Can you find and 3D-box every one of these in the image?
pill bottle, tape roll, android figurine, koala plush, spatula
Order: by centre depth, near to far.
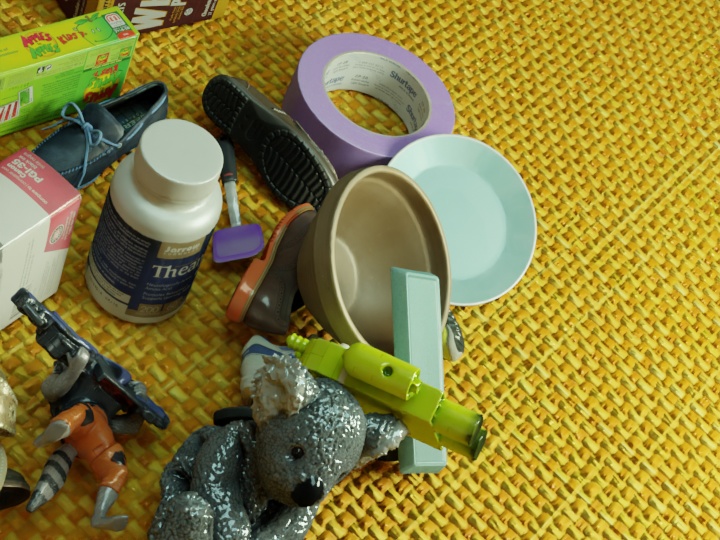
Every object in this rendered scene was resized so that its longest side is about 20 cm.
[{"bbox_3d":[-0.069,0.169,1.353,0.176,0.200,0.185,30,26,-23],"label":"koala plush"},{"bbox_3d":[0.021,0.111,1.398,0.198,0.182,0.041,24,77,17],"label":"android figurine"},{"bbox_3d":[-0.198,-0.049,1.496,0.109,0.201,0.112,13,48,-14],"label":"pill bottle"},{"bbox_3d":[-0.140,-0.081,1.670,0.056,0.021,0.202,-10,50,-1],"label":"spatula"},{"bbox_3d":[0.009,-0.187,1.810,0.197,0.066,0.202,13,49,-15],"label":"tape roll"}]

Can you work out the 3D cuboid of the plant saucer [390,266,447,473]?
[{"bbox_3d":[0.060,0.099,1.515,0.070,0.019,0.203,8,77,-52],"label":"plant saucer"}]

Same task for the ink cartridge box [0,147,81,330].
[{"bbox_3d":[-0.363,-0.001,1.414,0.083,0.147,0.200,39,46,12],"label":"ink cartridge box"}]

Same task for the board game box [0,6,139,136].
[{"bbox_3d":[-0.339,-0.209,1.634,0.199,0.102,0.048,-25,65,-38],"label":"board game box"}]

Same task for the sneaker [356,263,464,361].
[{"bbox_3d":[0.031,0.029,1.646,0.076,0.076,0.200,-42,78,-11],"label":"sneaker"}]

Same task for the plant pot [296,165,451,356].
[{"bbox_3d":[0.000,0.000,1.545,0.200,0.092,0.204,13,74,-51],"label":"plant pot"}]

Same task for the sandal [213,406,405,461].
[{"bbox_3d":[-0.046,0.168,1.479,0.198,0.075,0.049,13,69,-16],"label":"sandal"}]

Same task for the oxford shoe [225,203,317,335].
[{"bbox_3d":[-0.074,0.002,1.597,0.072,0.072,0.201,27,41,2],"label":"oxford shoe"}]

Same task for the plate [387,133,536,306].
[{"bbox_3d":[0.106,-0.056,1.734,0.197,0.026,0.203,5,73,-18],"label":"plate"}]

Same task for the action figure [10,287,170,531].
[{"bbox_3d":[-0.266,0.120,1.369,0.200,0.104,0.194,48,13,-24],"label":"action figure"}]

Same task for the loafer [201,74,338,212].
[{"bbox_3d":[-0.089,-0.148,1.721,0.200,0.073,0.071,49,28,8],"label":"loafer"}]

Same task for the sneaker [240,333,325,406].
[{"bbox_3d":[-0.025,0.101,1.540,0.197,0.076,0.089,6,49,-22],"label":"sneaker"}]

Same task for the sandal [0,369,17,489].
[{"bbox_3d":[-0.332,0.113,1.325,0.077,0.070,0.212,19,19,-18],"label":"sandal"}]

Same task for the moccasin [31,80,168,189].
[{"bbox_3d":[-0.284,-0.153,1.636,0.080,0.068,0.200,37,46,8],"label":"moccasin"}]

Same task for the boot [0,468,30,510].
[{"bbox_3d":[-0.384,0.154,1.323,0.197,0.075,0.098,7,52,-18],"label":"boot"}]

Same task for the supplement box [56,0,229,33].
[{"bbox_3d":[-0.272,-0.397,1.804,0.198,0.133,0.198,-18,62,-36],"label":"supplement box"}]
